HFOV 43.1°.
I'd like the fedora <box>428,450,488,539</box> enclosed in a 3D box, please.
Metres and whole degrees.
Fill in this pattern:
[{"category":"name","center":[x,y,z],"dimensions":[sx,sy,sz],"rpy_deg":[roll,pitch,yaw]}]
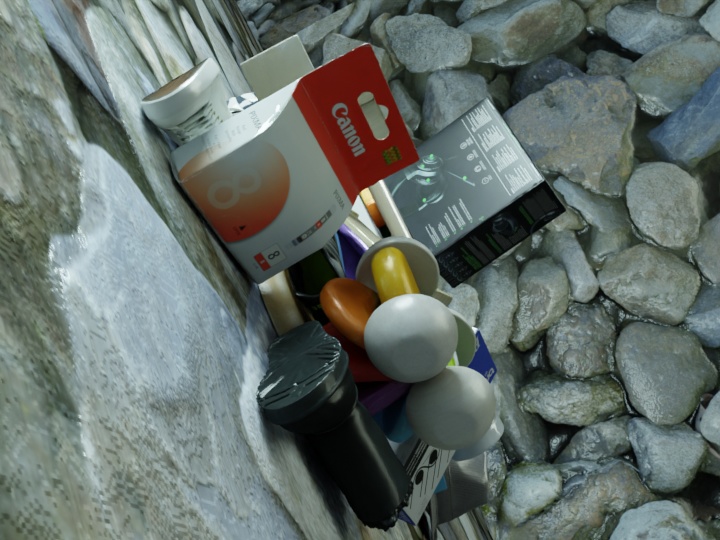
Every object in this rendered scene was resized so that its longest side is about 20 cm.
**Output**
[{"category":"fedora","center":[0.136,0.286,1.300],"dimensions":[0.200,0.089,0.179],"rpy_deg":[-90,176,-77]}]

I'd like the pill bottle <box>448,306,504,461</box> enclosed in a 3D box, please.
[{"category":"pill bottle","center":[0.098,0.133,1.143],"dimensions":[0.201,0.112,0.112],"rpy_deg":[59,4,-10]}]

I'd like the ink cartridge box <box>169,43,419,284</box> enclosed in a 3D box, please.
[{"category":"ink cartridge box","center":[-0.047,-0.089,0.823],"dimensions":[0.163,0.199,0.050],"rpy_deg":[59,5,-50]}]

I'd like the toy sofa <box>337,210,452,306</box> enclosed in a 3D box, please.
[{"category":"toy sofa","center":[0.000,0.000,1.037],"dimensions":[0.200,0.083,0.097],"rpy_deg":[43,12,36]}]

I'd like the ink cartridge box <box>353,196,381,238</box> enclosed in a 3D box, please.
[{"category":"ink cartridge box","center":[-0.027,-0.020,1.290],"dimensions":[0.129,0.125,0.200],"rpy_deg":[64,2,10]}]

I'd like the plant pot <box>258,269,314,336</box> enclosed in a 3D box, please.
[{"category":"plant pot","center":[-0.056,0.070,0.976],"dimensions":[0.201,0.027,0.200],"rpy_deg":[63,4,-7]}]

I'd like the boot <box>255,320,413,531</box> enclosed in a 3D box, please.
[{"category":"boot","center":[-0.014,0.134,0.727],"dimensions":[0.163,0.073,0.198],"rpy_deg":[62,-1,-10]}]

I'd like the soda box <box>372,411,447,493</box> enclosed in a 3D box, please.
[{"category":"soda box","center":[0.044,0.185,1.061],"dimensions":[0.064,0.067,0.201],"rpy_deg":[-114,-176,-50]}]

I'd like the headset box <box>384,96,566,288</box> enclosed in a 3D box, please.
[{"category":"headset box","center":[0.144,-0.101,1.235],"dimensions":[0.093,0.199,0.175],"rpy_deg":[39,19,-50]}]

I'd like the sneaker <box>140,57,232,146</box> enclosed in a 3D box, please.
[{"category":"sneaker","center":[-0.142,-0.139,0.824],"dimensions":[0.085,0.072,0.200],"rpy_deg":[60,2,-13]}]

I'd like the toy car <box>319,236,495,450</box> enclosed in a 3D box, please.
[{"category":"toy car","center":[0.031,0.081,0.863],"dimensions":[0.201,0.149,0.175],"rpy_deg":[59,10,-25]}]

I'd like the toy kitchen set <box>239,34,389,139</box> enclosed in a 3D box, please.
[{"category":"toy kitchen set","center":[-0.082,-0.190,1.087],"dimensions":[0.164,0.199,0.181],"rpy_deg":[63,3,-18]}]

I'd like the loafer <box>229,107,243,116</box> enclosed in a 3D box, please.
[{"category":"loafer","center":[-0.096,-0.079,0.973],"dimensions":[0.063,0.072,0.201],"rpy_deg":[25,-30,50]}]

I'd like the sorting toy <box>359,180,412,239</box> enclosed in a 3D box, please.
[{"category":"sorting toy","center":[0.049,-0.040,1.305],"dimensions":[0.200,0.036,0.186],"rpy_deg":[67,-1,-64]}]

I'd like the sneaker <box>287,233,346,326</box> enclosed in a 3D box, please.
[{"category":"sneaker","center":[-0.032,0.035,0.940],"dimensions":[0.201,0.070,0.083],"rpy_deg":[65,22,-9]}]

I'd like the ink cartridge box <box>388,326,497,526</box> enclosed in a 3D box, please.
[{"category":"ink cartridge box","center":[0.076,0.162,0.980],"dimensions":[0.044,0.201,0.094],"rpy_deg":[17,-26,33]}]

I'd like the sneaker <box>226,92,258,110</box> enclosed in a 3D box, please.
[{"category":"sneaker","center":[-0.099,-0.163,1.249],"dimensions":[0.200,0.129,0.080],"rpy_deg":[62,4,-19]}]
